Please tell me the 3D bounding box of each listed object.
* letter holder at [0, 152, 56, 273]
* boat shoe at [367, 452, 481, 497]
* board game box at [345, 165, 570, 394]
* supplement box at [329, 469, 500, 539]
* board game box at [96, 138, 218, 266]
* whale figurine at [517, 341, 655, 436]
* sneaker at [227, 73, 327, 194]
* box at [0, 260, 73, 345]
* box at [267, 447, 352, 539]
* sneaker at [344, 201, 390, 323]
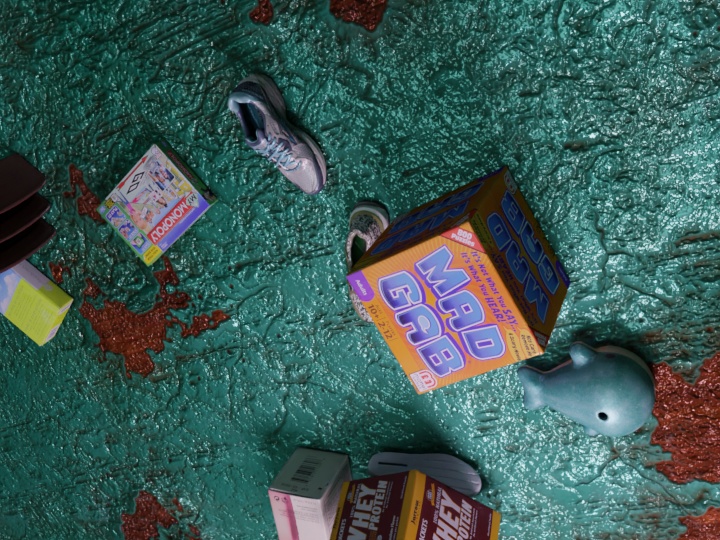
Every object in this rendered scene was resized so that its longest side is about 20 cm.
[{"bbox_3d":[-0.620,-0.091,1.496,0.142,0.200,0.101,38,126,1],"label":"letter holder"},{"bbox_3d":[0.112,0.358,1.496,0.199,0.072,0.071,7,140,21],"label":"boat shoe"},{"bbox_3d":[0.141,0.012,1.203,0.199,0.200,0.200,-24,105,33],"label":"board game box"},{"bbox_3d":[0.087,0.438,1.435,0.200,0.133,0.197,33,145,-27],"label":"supplement box"},{"bbox_3d":[-0.345,-0.111,1.464,0.135,0.029,0.200,49,125,-5],"label":"board game box"},{"bbox_3d":[0.325,0.183,1.270,0.199,0.104,0.160,-2,116,26],"label":"whale figurine"},{"bbox_3d":[-0.130,-0.189,1.286,0.077,0.086,0.200,-30,102,35],"label":"sneaker"},{"bbox_3d":[-0.663,0.039,1.681,0.200,0.048,0.122,40,125,0],"label":"box"},{"bbox_3d":[-0.080,0.445,1.588,0.108,0.128,0.201,4,118,24],"label":"box"},{"bbox_3d":[0.000,0.000,1.329,0.077,0.089,0.201,7,120,21],"label":"sneaker"}]
